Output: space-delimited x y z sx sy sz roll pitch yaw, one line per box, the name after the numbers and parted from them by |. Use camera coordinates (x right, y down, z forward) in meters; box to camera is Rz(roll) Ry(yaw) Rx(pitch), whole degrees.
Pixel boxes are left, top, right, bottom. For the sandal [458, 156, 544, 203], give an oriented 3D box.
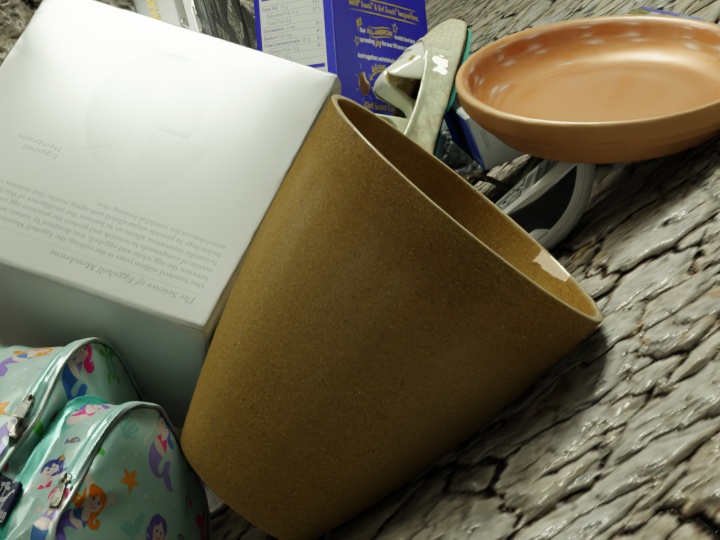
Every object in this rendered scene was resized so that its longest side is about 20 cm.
0.054 -0.032 1.400 0.200 0.058 0.080 -32 13 28 | sandal

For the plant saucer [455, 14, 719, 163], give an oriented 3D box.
0.161 -0.115 1.240 0.198 0.038 0.201 -6 25 3 | plant saucer

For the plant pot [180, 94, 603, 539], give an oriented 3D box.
-0.003 0.041 1.037 0.200 0.186 0.186 -51 9 9 | plant pot

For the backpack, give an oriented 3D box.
-0.169 0.136 1.050 0.149 0.179 0.201 -8 40 19 | backpack

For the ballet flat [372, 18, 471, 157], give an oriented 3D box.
0.033 -0.113 1.386 0.067 0.062 0.202 -47 24 54 | ballet flat

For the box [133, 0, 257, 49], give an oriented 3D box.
-0.108 -0.141 1.470 0.048 0.202 0.158 -24 -31 13 | box

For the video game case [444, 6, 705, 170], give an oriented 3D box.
0.155 -0.137 1.423 0.180 0.046 0.200 -23 11 0 | video game case

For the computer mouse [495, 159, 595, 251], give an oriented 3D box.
0.087 -0.010 1.257 0.200 0.044 0.110 -41 5 18 | computer mouse

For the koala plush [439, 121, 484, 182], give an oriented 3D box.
-0.026 -0.113 1.616 0.184 0.201 0.177 -44 13 -28 | koala plush

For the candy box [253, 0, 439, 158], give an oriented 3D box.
-0.008 -0.135 1.456 0.076 0.203 0.169 -4 -2 27 | candy box

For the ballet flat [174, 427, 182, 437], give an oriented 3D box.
-0.077 0.083 1.290 0.199 0.071 0.067 -3 -7 -42 | ballet flat

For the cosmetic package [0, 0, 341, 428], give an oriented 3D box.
-0.138 -0.036 1.161 0.124 0.197 0.201 91 -158 -53 | cosmetic package
